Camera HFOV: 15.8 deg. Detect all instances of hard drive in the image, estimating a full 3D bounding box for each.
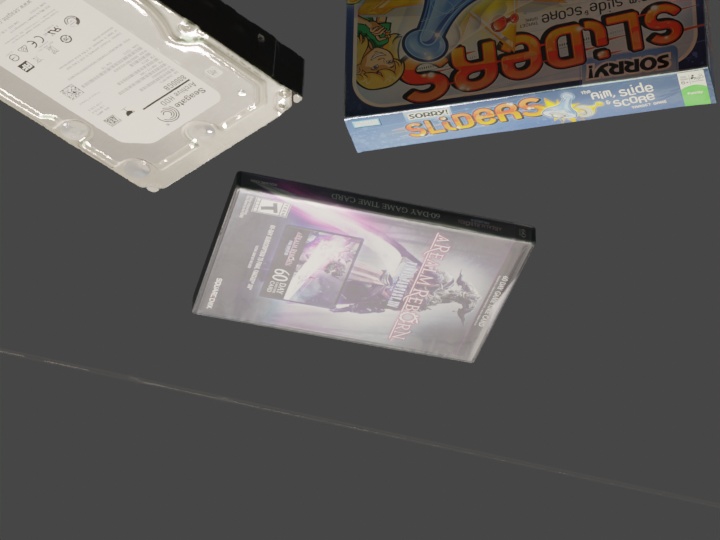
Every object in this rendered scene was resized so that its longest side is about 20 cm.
[{"bbox_3d":[-0.150,-0.130,1.532,0.139,0.038,0.200,-28,134,35],"label":"hard drive"}]

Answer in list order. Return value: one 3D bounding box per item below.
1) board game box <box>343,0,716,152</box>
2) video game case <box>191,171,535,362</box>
[{"bbox_3d":[0.091,-0.141,1.422,0.199,0.136,0.034,-8,146,12],"label":"board game box"},{"bbox_3d":[0.000,0.000,1.712,0.199,0.019,0.143,11,142,-10],"label":"video game case"}]
